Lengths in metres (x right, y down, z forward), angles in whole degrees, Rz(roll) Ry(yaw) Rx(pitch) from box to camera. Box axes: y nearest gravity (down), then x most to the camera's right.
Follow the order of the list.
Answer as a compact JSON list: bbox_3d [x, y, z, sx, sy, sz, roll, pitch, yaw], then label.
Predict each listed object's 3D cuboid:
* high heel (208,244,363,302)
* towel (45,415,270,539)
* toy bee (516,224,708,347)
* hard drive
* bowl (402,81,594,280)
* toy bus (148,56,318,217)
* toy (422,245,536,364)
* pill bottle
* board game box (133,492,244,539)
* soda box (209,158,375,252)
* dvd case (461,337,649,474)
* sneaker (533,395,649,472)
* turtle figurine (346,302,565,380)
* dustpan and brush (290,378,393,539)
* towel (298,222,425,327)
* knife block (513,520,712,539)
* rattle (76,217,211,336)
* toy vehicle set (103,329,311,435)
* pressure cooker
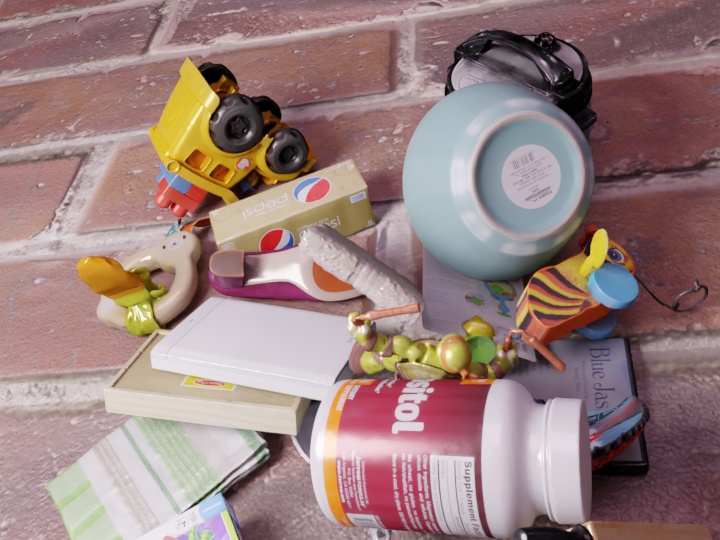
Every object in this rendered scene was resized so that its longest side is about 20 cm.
[{"bbox_3d":[-0.081,0.007,0.904,0.196,0.096,0.069,10,76,-4],"label":"high heel"},{"bbox_3d":[-0.201,0.199,0.759,0.199,0.031,0.149,-37,45,-17],"label":"towel"},{"bbox_3d":[0.228,0.012,0.761,0.197,0.132,0.110,5,46,-37],"label":"toy bee"},{"bbox_3d":[-0.096,0.076,0.785,0.196,0.027,0.132,8,25,17],"label":"hard drive"},{"bbox_3d":[0.145,-0.089,0.740,0.197,0.205,0.105,-20,5,-5],"label":"bowl"},{"bbox_3d":[-0.184,-0.151,1.020,0.193,0.198,0.136,-53,44,12],"label":"toy bus"},{"bbox_3d":[0.114,0.032,0.800,0.113,0.048,0.201,15,28,-4],"label":"toy"},{"bbox_3d":[0.070,0.140,0.578,0.196,0.114,0.114,-3,44,22],"label":"pill bottle"},{"bbox_3d":[-0.176,0.296,0.625,0.197,0.045,0.135,-27,54,-11],"label":"board game box"},{"bbox_3d":[-0.085,-0.065,0.957,0.196,0.065,0.068,-21,44,-6],"label":"soda box"},{"bbox_3d":[0.163,0.127,0.728,0.196,0.018,0.144,-3,45,13],"label":"dvd case"},{"bbox_3d":[0.143,0.136,0.647,0.197,0.079,0.097,-23,66,5],"label":"sneaker"},{"bbox_3d":[0.063,0.081,0.661,0.196,0.161,0.066,12,75,-20],"label":"turtle figurine"},{"bbox_3d":[0.006,0.172,0.697,0.137,0.058,0.202,-16,44,0],"label":"dustpan and brush"},{"bbox_3d":[0.000,0.000,0.768,0.131,0.200,0.035,33,94,-1],"label":"towel"},{"bbox_3d":[0.170,0.211,0.524,0.196,0.176,0.065,-12,59,3],"label":"knife block"},{"bbox_3d":[-0.259,-0.035,0.928,0.128,0.143,0.202,-2,49,40],"label":"rattle"},{"bbox_3d":[-0.143,0.109,0.780,0.195,0.027,0.125,4,25,11],"label":"toy vehicle set"},{"bbox_3d":[0.184,-0.183,0.898,0.172,0.202,0.181,0,46,13],"label":"pressure cooker"}]
